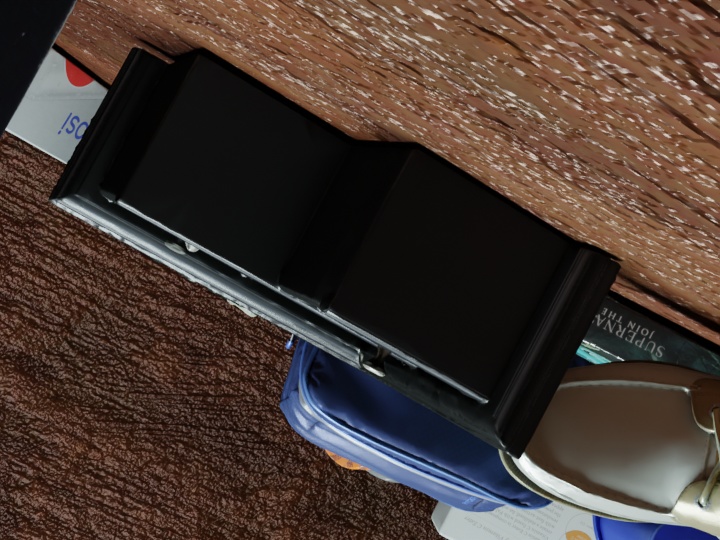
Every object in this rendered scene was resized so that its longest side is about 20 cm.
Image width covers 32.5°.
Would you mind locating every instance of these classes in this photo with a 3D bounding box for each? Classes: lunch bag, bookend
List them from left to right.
[{"bbox_3d":[-0.024,-0.018,0.564,0.198,0.092,0.200,30,176,-20],"label":"bookend"},{"bbox_3d":[0.046,0.061,0.775,0.200,0.136,0.132,24,163,-7],"label":"lunch bag"}]

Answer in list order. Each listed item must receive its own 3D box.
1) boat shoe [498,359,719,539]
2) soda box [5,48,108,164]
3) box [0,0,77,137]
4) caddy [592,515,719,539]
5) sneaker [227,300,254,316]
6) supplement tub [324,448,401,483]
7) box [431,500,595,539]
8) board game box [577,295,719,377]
[{"bbox_3d":[0.160,0.078,0.521,0.199,0.075,0.068,7,173,1],"label":"boat shoe"},{"bbox_3d":[-0.244,-0.132,0.900,0.063,0.068,0.200,29,177,17],"label":"soda box"},{"bbox_3d":[-0.203,-0.122,0.338,0.182,0.104,0.200,27,176,16],"label":"box"},{"bbox_3d":[0.254,0.175,0.828,0.200,0.142,0.105,29,172,-8],"label":"caddy"},{"bbox_3d":[-0.075,-0.002,1.192,0.081,0.088,0.200,28,-167,24],"label":"sneaker"},{"bbox_3d":[0.068,0.105,0.983,0.200,0.123,0.122,4,-166,-39],"label":"supplement tub"},{"bbox_3d":[0.180,0.190,1.170,0.152,0.200,0.106,29,177,0],"label":"box"},{"bbox_3d":[0.181,0.062,0.650,0.200,0.028,0.135,28,178,12],"label":"board game box"}]
